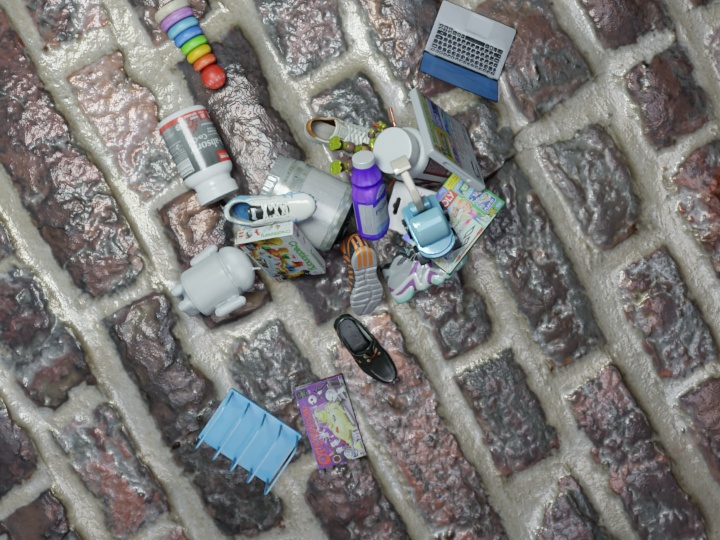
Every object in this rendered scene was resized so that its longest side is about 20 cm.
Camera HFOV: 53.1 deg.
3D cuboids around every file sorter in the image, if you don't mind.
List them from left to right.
[{"bbox_3d":[-0.255,0.390,1.636,0.200,0.123,0.139,35,90,-4],"label":"file sorter"}]

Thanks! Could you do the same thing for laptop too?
[{"bbox_3d":[0.244,-0.493,1.613,0.186,0.116,0.201,21,92,-5],"label":"laptop"}]

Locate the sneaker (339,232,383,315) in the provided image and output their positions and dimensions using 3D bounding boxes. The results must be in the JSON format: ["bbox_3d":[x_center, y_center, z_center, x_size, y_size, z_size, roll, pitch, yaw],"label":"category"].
[{"bbox_3d":[0.000,0.000,1.652,0.077,0.112,0.201,-9,128,-15],"label":"sneaker"}]

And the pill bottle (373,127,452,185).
[{"bbox_3d":[0.120,-0.249,1.568,0.114,0.200,0.115,0,90,34],"label":"pill bottle"}]

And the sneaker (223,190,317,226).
[{"bbox_3d":[-0.187,-0.122,1.486,0.199,0.073,0.072,-3,111,16],"label":"sneaker"}]

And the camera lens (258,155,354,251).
[{"bbox_3d":[-0.116,-0.146,1.592,0.199,0.160,0.161,25,92,-4],"label":"camera lens"}]

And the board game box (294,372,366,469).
[{"bbox_3d":[-0.070,0.354,1.692,0.119,0.032,0.201,-17,94,2],"label":"board game box"}]

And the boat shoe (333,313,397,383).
[{"bbox_3d":[0.012,0.186,1.669,0.074,0.063,0.202,-40,96,-2],"label":"boat shoe"}]

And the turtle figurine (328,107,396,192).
[{"bbox_3d":[0.006,-0.263,1.591,0.161,0.064,0.201,-5,110,-37],"label":"turtle figurine"}]

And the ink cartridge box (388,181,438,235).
[{"bbox_3d":[0.155,-0.123,1.654,0.199,0.067,0.118,18,93,-5],"label":"ink cartridge box"}]

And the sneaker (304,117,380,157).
[{"bbox_3d":[-0.029,-0.298,1.626,0.199,0.085,0.073,11,91,-6],"label":"sneaker"}]

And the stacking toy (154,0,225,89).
[{"bbox_3d":[-0.370,-0.494,1.603,0.085,0.085,0.201,-30,100,-1],"label":"stacking toy"}]

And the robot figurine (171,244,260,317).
[{"bbox_3d":[-0.320,0.022,1.614,0.200,0.113,0.170,-32,71,0],"label":"robot figurine"}]

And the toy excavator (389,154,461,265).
[{"bbox_3d":[0.128,-0.125,1.488,0.100,0.200,0.195,-24,76,4],"label":"toy excavator"}]

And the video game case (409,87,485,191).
[{"bbox_3d":[0.187,-0.283,1.562,0.022,0.201,0.182,-36,136,30],"label":"video game case"}]

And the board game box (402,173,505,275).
[{"bbox_3d":[0.205,-0.108,1.590,0.134,0.029,0.200,38,88,12],"label":"board game box"}]

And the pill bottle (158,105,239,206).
[{"bbox_3d":[-0.354,-0.252,1.595,0.115,0.116,0.201,-26,95,-1],"label":"pill bottle"}]

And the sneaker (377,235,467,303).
[{"bbox_3d":[0.130,-0.026,1.633,0.200,0.078,0.140,-31,98,16],"label":"sneaker"}]

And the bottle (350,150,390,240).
[{"bbox_3d":[0.019,-0.159,1.531,0.065,0.084,0.201,11,136,21],"label":"bottle"}]

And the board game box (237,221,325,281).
[{"bbox_3d":[-0.168,-0.038,1.569,0.126,0.200,0.035,-9,63,15],"label":"board game box"}]
